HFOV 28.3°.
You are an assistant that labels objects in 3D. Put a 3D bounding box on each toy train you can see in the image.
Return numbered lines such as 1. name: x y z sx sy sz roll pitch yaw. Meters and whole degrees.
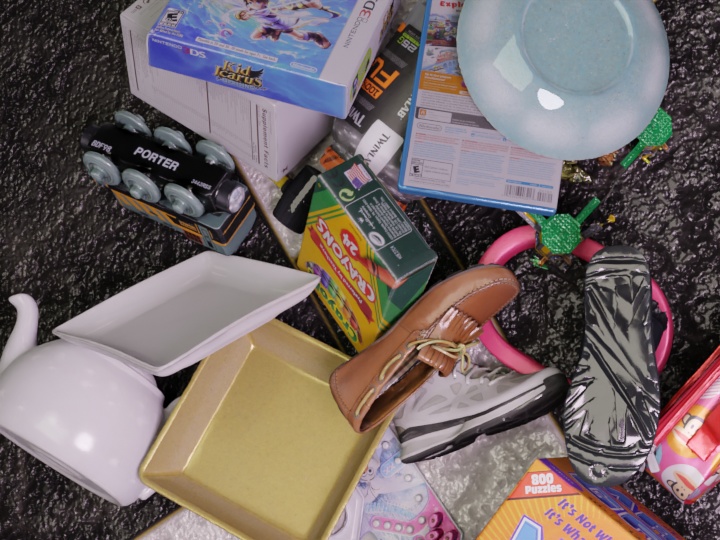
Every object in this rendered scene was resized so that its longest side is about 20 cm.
1. toy train: -0.197 -0.088 1.457 0.198 0.114 0.086 21 63 24

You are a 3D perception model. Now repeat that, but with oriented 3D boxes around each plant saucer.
1. plant saucer: 0.184 -0.199 1.251 0.198 0.039 0.204 2 80 -10
2. plant saucer: -0.081 0.162 1.372 0.198 0.049 0.201 25 76 19

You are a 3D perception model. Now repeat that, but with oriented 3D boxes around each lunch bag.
1. lunch bag: 0.320 0.109 1.209 0.082 0.176 0.200 43 97 16

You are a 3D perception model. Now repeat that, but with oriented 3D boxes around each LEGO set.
1. LEGO set: 0.187 -0.102 1.334 0.153 0.116 0.201 34 82 3

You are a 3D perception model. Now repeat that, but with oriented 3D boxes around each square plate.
1. square plate: -0.167 0.042 1.373 0.197 0.199 0.029 12 123 49

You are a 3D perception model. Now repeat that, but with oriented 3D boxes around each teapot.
1. teapot: -0.264 0.134 1.432 0.196 0.200 0.147 14 65 46

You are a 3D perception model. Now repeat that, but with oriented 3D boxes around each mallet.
1. mallet: -0.104 -0.127 1.471 0.066 0.041 0.200 -45 67 11

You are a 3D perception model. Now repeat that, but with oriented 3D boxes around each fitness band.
1. fitness band: 0.196 0.042 1.340 0.199 0.037 0.145 30 92 20

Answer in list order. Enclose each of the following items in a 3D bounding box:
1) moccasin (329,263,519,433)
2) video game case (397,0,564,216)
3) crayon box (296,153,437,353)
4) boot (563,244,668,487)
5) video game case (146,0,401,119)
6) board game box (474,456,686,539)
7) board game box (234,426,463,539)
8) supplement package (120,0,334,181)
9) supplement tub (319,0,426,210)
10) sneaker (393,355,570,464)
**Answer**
1. moccasin: 0.062 0.070 1.286 0.201 0.074 0.078 -36 52 3
2. video game case: 0.117 -0.157 1.273 0.141 0.018 0.202 9 78 3
3. crayon box: 0.000 0.000 1.335 0.050 0.201 0.127 -29 69 -22
4. boot: 0.221 0.087 1.216 0.075 0.168 0.203 2 79 15
5. video game case: -0.078 -0.242 1.359 0.198 0.046 0.182 16 49 9
6. board game box: 0.189 0.300 1.222 0.199 0.200 0.201 38 97 20
7. board game box: -0.031 0.241 1.404 0.200 0.026 0.201 -40 72 11
8. supplement package: -0.127 -0.201 1.426 0.199 0.114 0.110 32 58 20
9. supplement tub: 0.056 -0.156 1.367 0.122 0.122 0.201 39 97 20
10. sneaker: 0.097 0.099 1.324 0.200 0.075 0.117 -27 73 38
